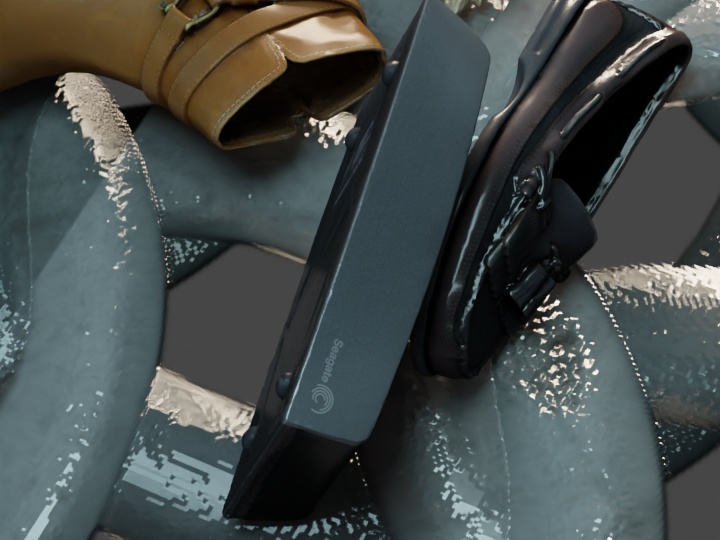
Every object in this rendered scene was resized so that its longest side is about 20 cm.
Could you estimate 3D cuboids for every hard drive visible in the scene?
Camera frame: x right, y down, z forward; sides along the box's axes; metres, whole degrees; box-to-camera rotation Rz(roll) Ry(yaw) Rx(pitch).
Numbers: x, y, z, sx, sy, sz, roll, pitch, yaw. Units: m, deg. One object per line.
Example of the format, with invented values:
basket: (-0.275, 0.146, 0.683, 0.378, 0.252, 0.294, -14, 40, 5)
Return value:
hard drive: (0.000, 0.000, 1.126, 0.042, 0.135, 0.201, 21, 64, -6)

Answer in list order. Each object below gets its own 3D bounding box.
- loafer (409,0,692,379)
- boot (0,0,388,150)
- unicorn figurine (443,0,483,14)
loafer: (0.082, -0.037, 1.161, 0.063, 0.072, 0.200, 15, 60, 19)
boot: (-0.098, -0.101, 1.247, 0.200, 0.074, 0.155, -30, 53, -6)
unicorn figurine: (0.072, -0.222, 1.275, 0.200, 0.074, 0.137, -44, 46, -7)
